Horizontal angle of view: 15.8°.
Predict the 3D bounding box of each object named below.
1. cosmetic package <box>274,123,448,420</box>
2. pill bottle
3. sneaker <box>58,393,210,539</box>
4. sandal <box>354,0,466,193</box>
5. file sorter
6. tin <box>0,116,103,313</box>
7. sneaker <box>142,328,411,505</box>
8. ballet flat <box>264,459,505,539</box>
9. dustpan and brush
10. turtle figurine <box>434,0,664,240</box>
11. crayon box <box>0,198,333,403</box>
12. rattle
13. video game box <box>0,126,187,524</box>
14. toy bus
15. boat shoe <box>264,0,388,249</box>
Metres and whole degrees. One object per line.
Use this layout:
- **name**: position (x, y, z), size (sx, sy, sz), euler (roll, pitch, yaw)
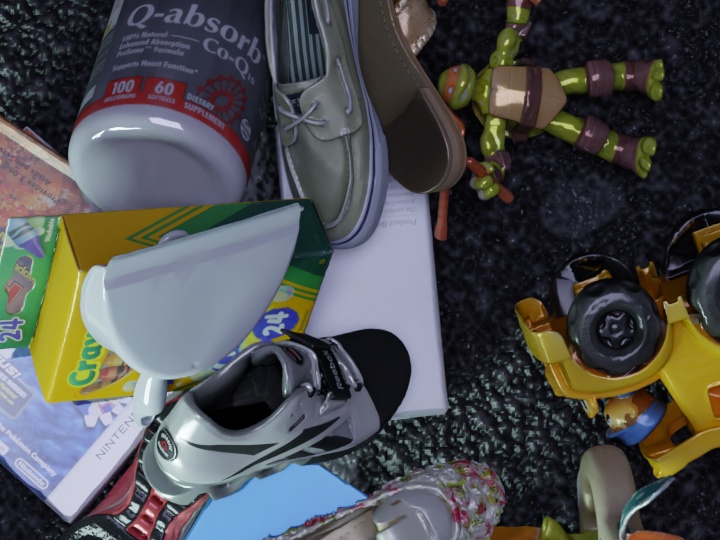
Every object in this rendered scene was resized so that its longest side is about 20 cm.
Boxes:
- **cosmetic package**: position (0.000, 0.000, 1.722), size (0.101, 0.074, 0.201), euler (-4, 88, -1)
- **pill bottle**: position (-0.111, -0.133, 1.673), size (0.115, 0.116, 0.201), euler (12, 53, 1)
- **sneaker**: position (-0.130, 0.157, 1.713), size (0.074, 0.087, 0.200), euler (41, 111, 7)
- **sandal**: position (0.021, -0.147, 1.692), size (0.078, 0.069, 0.212), euler (-34, 75, 36)
- **file sorter**: position (-0.060, 0.223, 1.681), size (0.138, 0.123, 0.201), euler (32, 86, 3)
- **tin**: position (-0.242, -0.037, 1.690), size (0.200, 0.042, 0.112), euler (34, 82, 2)
- **sneaker**: position (-0.038, 0.075, 1.602), size (0.200, 0.089, 0.074), euler (-26, 64, -36)
- **ballet flat**: position (0.000, 0.177, 1.591), size (0.199, 0.064, 0.076), euler (-26, 86, -2)
- **dustpan and brush**: position (-0.114, 0.036, 1.576), size (0.139, 0.201, 0.057), euler (-17, 46, -28)
- **turtle figurine**: position (0.116, -0.104, 1.731), size (0.160, 0.064, 0.201), euler (10, 75, -8)
- **crayon box**: position (-0.129, 0.020, 1.625), size (0.199, 0.126, 0.052), euler (-4, 49, -23)
- **rattle**: position (0.123, 0.173, 1.643), size (0.142, 0.200, 0.131), euler (12, 92, -1)
- **video game box**: position (-0.206, 0.037, 1.732), size (0.200, 0.047, 0.182), euler (40, 84, 3)
- **toy bus**: position (0.219, 0.070, 1.699), size (0.199, 0.136, 0.193), euler (-18, 102, 1)
- **boat shoe**: position (-0.032, -0.112, 1.648), size (0.072, 0.062, 0.201), euler (-8, 91, 29)
